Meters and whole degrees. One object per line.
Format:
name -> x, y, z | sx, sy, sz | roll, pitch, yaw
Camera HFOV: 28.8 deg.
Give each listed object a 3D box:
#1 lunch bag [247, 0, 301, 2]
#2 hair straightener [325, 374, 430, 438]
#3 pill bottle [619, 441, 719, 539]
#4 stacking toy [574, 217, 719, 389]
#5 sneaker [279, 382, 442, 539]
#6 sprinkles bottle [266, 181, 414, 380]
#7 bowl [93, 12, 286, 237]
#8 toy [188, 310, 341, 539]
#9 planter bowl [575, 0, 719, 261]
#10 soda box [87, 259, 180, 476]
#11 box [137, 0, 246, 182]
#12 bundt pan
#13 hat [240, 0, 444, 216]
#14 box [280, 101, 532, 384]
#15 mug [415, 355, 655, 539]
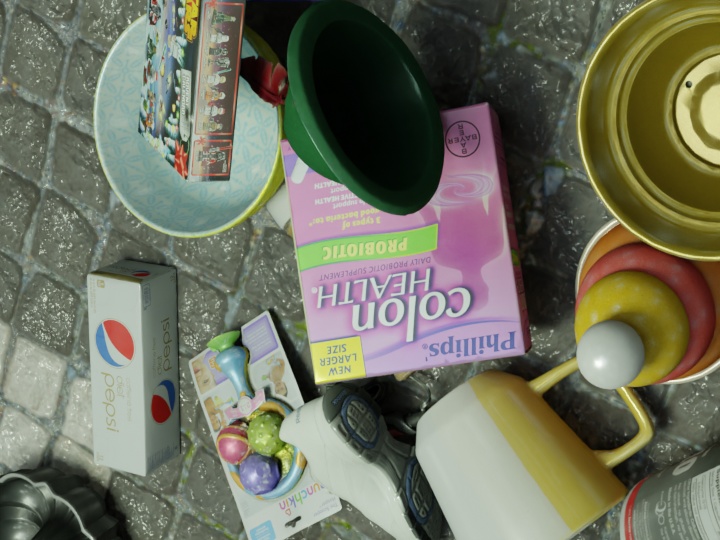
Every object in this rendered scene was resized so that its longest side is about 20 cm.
lunch bag -> -0.092, -0.326, 1.170 | 0.168, 0.127, 0.203 | 5, 96, 27
hair straightener -> -0.015, 0.136, 1.301 | 0.199, 0.041, 0.078 | -23, 91, 37
pill bottle -> 0.299, 0.183, 1.068 | 0.115, 0.113, 0.200 | 55, 141, 5
stacking toy -> 0.206, 0.040, 1.063 | 0.144, 0.199, 0.148 | 8, 107, 27
sneaker -> 0.006, 0.181, 1.265 | 0.086, 0.075, 0.201 | -18, 120, 36
sprinkles bottle -> 0.000, 0.000, 1.242 | 0.068, 0.068, 0.201 | -41, 83, 31
bowl -> -0.128, -0.133, 1.248 | 0.198, 0.107, 0.203 | 4, 98, 28
toy -> -0.104, 0.152, 1.318 | 0.115, 0.047, 0.202 | -31, 68, 30
planter bowl -> 0.269, -0.115, 1.055 | 0.198, 0.083, 0.203 | 8, 107, 26
soda box -> -0.225, 0.096, 1.395 | 0.067, 0.064, 0.203 | 9, 107, 26
box -> -0.134, -0.186, 1.107 | 0.137, 0.039, 0.203 | 40, 127, 56
bundt pan -> -0.331, 0.299, 1.500 | 0.199, 0.076, 0.205 | 9, 108, 27
hat -> -0.049, -0.100, 1.081 | 0.175, 0.201, 0.166 | -26, 116, 36
box -> 0.040, -0.020, 1.151 | 0.173, 0.097, 0.203 | -8, 90, 11
mug -> 0.138, 0.161, 1.192 | 0.154, 0.185, 0.150 | 54, 157, 15
